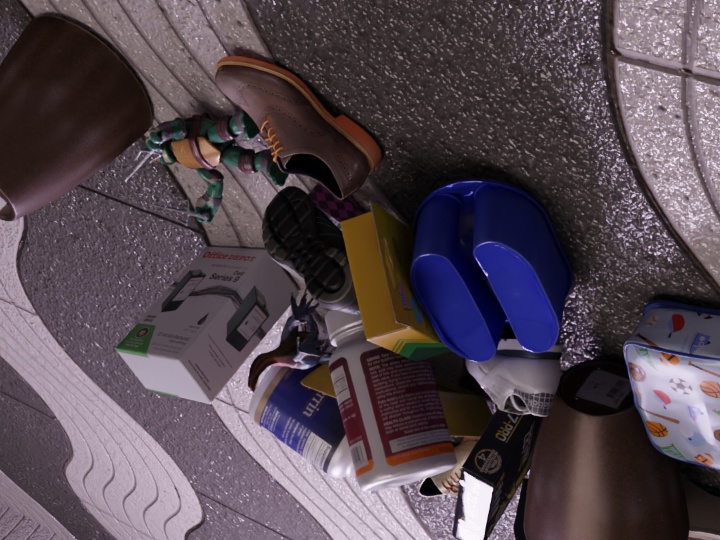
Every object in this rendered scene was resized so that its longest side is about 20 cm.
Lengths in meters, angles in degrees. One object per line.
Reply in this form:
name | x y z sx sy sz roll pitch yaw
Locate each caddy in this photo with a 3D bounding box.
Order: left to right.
caddy | 0.131 -0.003 1.258 0.140 0.106 0.201 -11 131 24

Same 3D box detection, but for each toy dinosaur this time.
toy dinosaur | -0.083 0.086 1.592 0.106 0.199 0.182 61 162 10

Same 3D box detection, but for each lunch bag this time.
lunch bag | 0.352 0.122 1.229 0.159 0.076 0.201 8 141 38

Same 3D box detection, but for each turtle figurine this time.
turtle figurine | -0.182 -0.131 1.417 0.199 0.101 0.150 -7 148 32

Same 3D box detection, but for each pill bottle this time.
pill bottle | -0.040 0.203 1.666 0.199 0.116 0.116 33 153 13
pill bottle | 0.029 0.134 1.397 0.114 0.113 0.202 137 122 -62

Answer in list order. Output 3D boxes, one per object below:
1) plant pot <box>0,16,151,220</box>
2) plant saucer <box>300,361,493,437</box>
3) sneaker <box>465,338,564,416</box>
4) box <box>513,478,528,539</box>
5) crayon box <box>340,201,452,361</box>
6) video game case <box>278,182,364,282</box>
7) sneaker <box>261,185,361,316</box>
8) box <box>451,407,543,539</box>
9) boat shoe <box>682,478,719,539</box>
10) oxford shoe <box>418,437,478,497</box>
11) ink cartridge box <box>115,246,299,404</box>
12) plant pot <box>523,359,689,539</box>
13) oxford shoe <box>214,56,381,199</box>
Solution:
plant pot | -0.380 -0.161 1.478 0.186 0.201 0.187 27 152 16
plant saucer | 0.057 0.153 1.563 0.199 0.049 0.199 17 -179 31
sneaker | 0.162 0.118 1.384 0.076 0.081 0.200 1 175 -12
box | 0.263 0.338 1.487 0.140 0.200 0.080 8 110 -1
crayon box | 0.036 0.015 1.282 0.050 0.128 0.200 -17 163 16
video game case | 0.000 0.000 1.478 0.199 0.036 0.181 37 152 0
sneaker | -0.043 -0.015 1.350 0.079 0.075 0.200 30 -162 -45
box | 0.170 0.226 1.499 0.049 0.162 0.201 25 150 17
boat shoe | 0.396 0.289 1.440 0.199 0.072 0.060 7 138 34
oxford shoe | 0.143 0.273 1.695 0.071 0.074 0.200 39 152 -7
ink cartridge box | -0.198 0.065 1.629 0.145 0.200 0.084 4 136 45
plant pot | 0.266 0.204 1.369 0.186 0.187 0.201 17 131 32
oxford shoe | -0.076 -0.149 1.294 0.199 0.073 0.071 33 153 6
